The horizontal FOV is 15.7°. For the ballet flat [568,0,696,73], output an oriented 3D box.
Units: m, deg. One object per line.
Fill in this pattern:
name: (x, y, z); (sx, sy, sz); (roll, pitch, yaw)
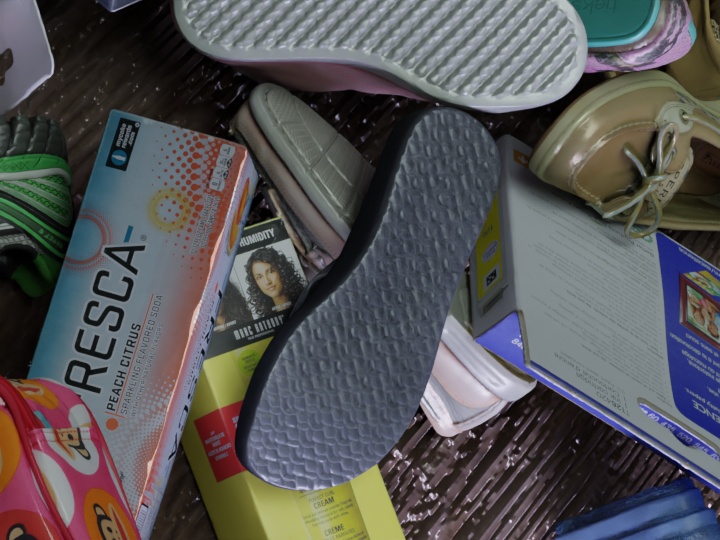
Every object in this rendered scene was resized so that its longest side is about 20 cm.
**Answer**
ballet flat: (0.074, -0.122, 1.307); (0.071, 0.199, 0.070); (41, 58, -58)

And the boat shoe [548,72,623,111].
boat shoe: (0.079, -0.171, 1.359); (0.200, 0.072, 0.068); (51, 54, -11)

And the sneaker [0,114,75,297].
sneaker: (-0.209, -0.014, 1.141); (0.199, 0.078, 0.086); (-11, 82, -33)

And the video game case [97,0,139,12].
video game case: (-0.083, -0.201, 1.241); (0.200, 0.019, 0.143); (-29, 57, -32)

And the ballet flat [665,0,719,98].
ballet flat: (0.216, -0.176, 1.447); (0.068, 0.063, 0.201); (21, 66, -24)

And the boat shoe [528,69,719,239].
boat shoe: (0.160, -0.055, 1.334); (0.200, 0.073, 0.063); (-1, 46, -52)

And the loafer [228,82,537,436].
loafer: (0.000, 0.000, 1.271); (0.200, 0.063, 0.072); (46, 24, -7)

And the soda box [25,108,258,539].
soda box: (-0.106, 0.036, 1.158); (0.068, 0.064, 0.201); (16, 80, 5)

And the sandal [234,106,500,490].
sandal: (0.005, 0.017, 1.212); (0.076, 0.043, 0.201); (39, 69, -23)

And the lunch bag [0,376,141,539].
lunch bag: (-0.168, 0.157, 1.074); (0.201, 0.176, 0.082); (64, 16, 13)

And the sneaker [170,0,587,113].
sneaker: (0.008, -0.121, 1.267); (0.199, 0.105, 0.076); (7, 92, -3)

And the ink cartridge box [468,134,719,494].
ink cartridge box: (0.141, 0.045, 1.294); (0.197, 0.047, 0.200); (33, 32, -20)

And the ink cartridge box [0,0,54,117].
ink cartridge box: (-0.214, -0.159, 1.158); (0.068, 0.116, 0.201); (-17, 83, -32)

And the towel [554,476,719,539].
towel: (0.158, 0.206, 1.269); (0.048, 0.112, 0.201); (-7, 79, -31)

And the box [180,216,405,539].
box: (-0.040, 0.082, 1.227); (0.075, 0.050, 0.201); (-17, 85, -33)
